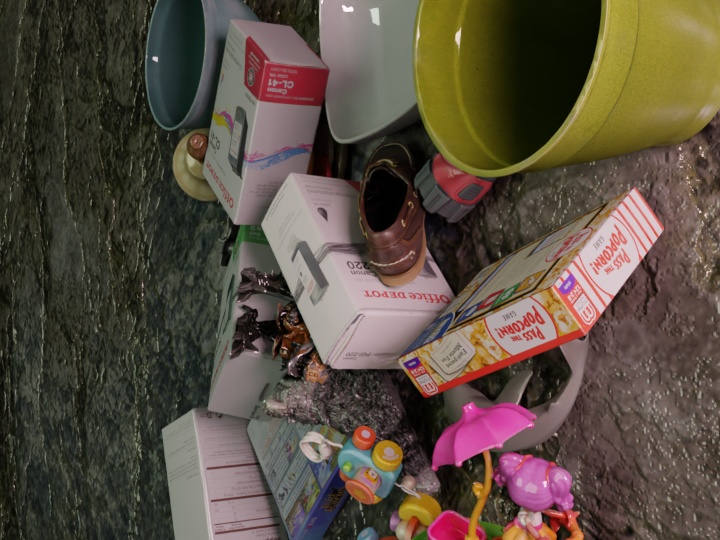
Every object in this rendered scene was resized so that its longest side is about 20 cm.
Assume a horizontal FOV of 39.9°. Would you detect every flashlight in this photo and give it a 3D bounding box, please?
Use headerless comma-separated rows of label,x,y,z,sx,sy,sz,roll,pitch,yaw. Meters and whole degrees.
flashlight,0.130,-0.127,0.923,0.068,0.068,0.200,47,131,4

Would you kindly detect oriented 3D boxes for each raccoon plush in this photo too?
raccoon plush,-0.019,0.170,1.049,0.133,0.097,0.202,-30,56,5

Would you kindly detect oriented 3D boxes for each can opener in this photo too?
can opener,-0.155,-0.092,1.369,0.066,0.053,0.203,19,110,19

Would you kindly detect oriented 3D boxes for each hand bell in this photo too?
hand bell,-0.207,-0.154,1.314,0.200,0.102,0.106,164,106,-84

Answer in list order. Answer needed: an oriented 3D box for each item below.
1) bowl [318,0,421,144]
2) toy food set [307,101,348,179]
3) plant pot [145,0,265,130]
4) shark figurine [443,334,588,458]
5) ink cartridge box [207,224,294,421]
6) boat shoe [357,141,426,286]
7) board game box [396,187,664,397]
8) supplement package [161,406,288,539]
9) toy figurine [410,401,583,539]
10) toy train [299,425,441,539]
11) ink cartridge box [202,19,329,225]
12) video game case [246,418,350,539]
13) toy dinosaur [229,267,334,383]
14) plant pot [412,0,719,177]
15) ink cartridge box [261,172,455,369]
bowl,0.036,-0.244,1.052,0.199,0.074,0.204,-17,75,54
toy food set,-0.077,-0.150,1.241,0.200,0.048,0.201,-50,50,43
plant pot,-0.194,-0.287,1.344,0.199,0.132,0.205,0,90,56
shark figurine,0.133,0.130,0.889,0.214,0.088,0.130,-37,61,52
ink cartridge box,-0.124,0.057,1.201,0.147,0.083,0.203,116,161,-49
boat shoe,0.032,-0.076,1.000,0.069,0.071,0.202,-20,38,13
board game box,0.138,0.022,0.827,0.047,0.151,0.199,51,142,-5
supplement package,-0.183,0.294,1.328,0.116,0.116,0.204,-32,63,50
toy figurine,0.123,0.203,0.823,0.198,0.149,0.187,20,123,32
toy train,0.011,0.255,1.019,0.149,0.056,0.202,-18,111,37
ink cartridge box,-0.115,-0.173,1.166,0.148,0.084,0.203,52,133,50
video game case,-0.062,0.201,1.213,0.202,0.045,0.183,-62,41,35
toy dinosaur,-0.068,0.055,1.066,0.200,0.133,0.104,-98,18,-82
plant pot,0.172,-0.165,0.741,0.199,0.190,0.205,-3,86,55
ink cartridge box,0.000,0.000,1.036,0.085,0.144,0.202,-55,47,35
